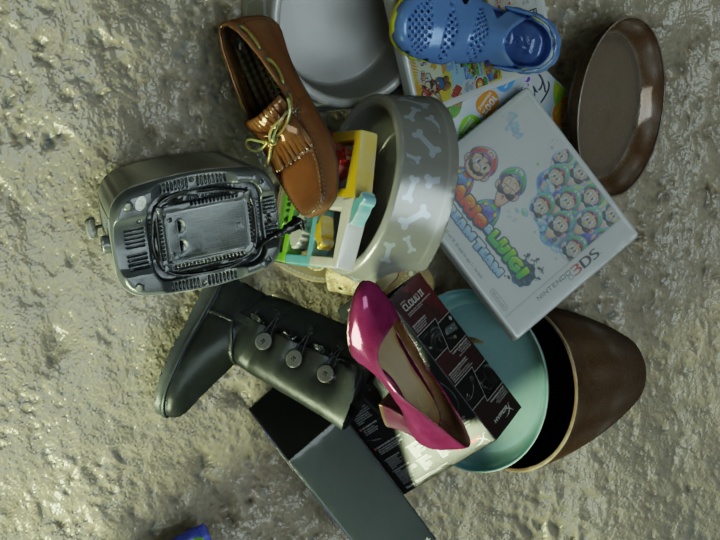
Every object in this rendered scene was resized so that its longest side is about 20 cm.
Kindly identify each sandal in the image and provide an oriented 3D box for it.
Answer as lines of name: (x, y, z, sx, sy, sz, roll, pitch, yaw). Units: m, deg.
sandal: (0.002, -0.005, 1.405, 0.210, 0.070, 0.079, 20, 96, -29)
sandal: (0.122, -0.236, 1.298, 0.197, 0.087, 0.081, 0, 106, -27)

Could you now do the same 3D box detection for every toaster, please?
toaster: (-0.165, -0.053, 1.277, 0.197, 0.129, 0.115, -14, 111, -21)

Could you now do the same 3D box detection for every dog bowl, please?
dog bowl: (0.020, -0.080, 1.286, 0.058, 0.200, 0.203, 11, 100, -27)
dog bowl: (-0.019, -0.257, 1.328, 0.197, 0.059, 0.203, -8, 109, -24)

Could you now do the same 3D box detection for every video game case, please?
video game case: (0.168, -0.061, 1.384, 0.181, 0.024, 0.201, -38, 90, -12)
video game case: (0.107, -0.280, 1.340, 0.180, 0.023, 0.203, -24, 115, -22)

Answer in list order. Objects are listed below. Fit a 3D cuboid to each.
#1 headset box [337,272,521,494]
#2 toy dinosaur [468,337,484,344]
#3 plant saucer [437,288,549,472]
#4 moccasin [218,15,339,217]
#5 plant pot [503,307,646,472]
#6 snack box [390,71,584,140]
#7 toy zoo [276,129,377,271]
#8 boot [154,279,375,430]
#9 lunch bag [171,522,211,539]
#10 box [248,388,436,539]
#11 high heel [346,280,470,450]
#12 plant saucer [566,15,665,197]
headset box: (0.047, 0.113, 1.380, 0.201, 0.148, 0.077, 52, 38, 0)
toy dinosaur: (0.070, 0.110, 1.449, 0.058, 0.101, 0.201, -37, 162, -52)
plant saucer: (0.128, 0.120, 1.444, 0.027, 0.198, 0.203, -9, 111, -49)
moccasin: (-0.079, -0.146, 1.237, 0.077, 0.073, 0.204, -16, 87, -52)
plant pot: (0.235, 0.125, 1.509, 0.198, 0.186, 0.190, -1, 107, -44)
snack box: (0.134, -0.182, 1.426, 0.199, 0.053, 0.143, 38, 87, -30)
toy zoo: (-0.034, -0.069, 1.282, 0.020, 0.199, 0.133, 12, 87, -27)
boot: (-0.093, 0.110, 1.328, 0.198, 0.066, 0.167, 24, 89, 11)
lunch bag: (-0.195, 0.396, 1.406, 0.169, 0.127, 0.202, -29, 102, -13)
box: (-0.020, 0.221, 1.421, 0.079, 0.141, 0.201, -40, 117, -10)
high heel: (0.051, 0.092, 1.264, 0.068, 0.095, 0.201, -53, 140, -31)
plant saucer: (0.284, -0.184, 1.475, 0.199, 0.032, 0.203, -17, 112, -48)
